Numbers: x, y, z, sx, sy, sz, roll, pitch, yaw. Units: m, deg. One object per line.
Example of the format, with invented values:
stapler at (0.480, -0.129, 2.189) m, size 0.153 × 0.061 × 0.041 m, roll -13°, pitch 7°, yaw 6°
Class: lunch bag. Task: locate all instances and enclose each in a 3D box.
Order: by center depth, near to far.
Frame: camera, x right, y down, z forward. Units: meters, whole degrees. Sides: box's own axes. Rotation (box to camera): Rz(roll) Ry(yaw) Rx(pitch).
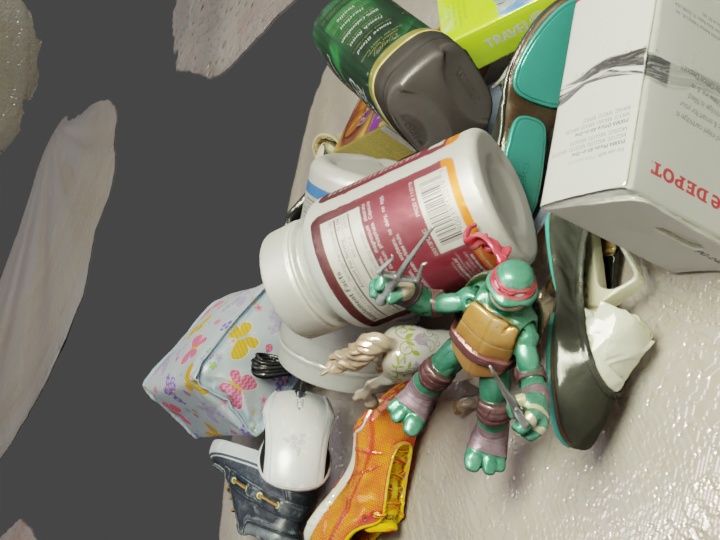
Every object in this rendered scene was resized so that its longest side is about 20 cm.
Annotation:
lunch bag at (-0.128, 0.091, 1.101) m, size 0.169 × 0.127 × 0.200 m, roll -18°, pitch 32°, yaw 55°

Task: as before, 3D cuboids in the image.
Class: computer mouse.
computer mouse at (-0.057, 0.136, 0.930) m, size 0.200 × 0.109 × 0.044 m, roll -94°, pitch 12°, yaw -61°

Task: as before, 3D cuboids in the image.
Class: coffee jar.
coffee jar at (0.035, -0.178, 0.842) m, size 0.085 × 0.104 × 0.200 m, roll -41°, pitch 37°, yaw 2°

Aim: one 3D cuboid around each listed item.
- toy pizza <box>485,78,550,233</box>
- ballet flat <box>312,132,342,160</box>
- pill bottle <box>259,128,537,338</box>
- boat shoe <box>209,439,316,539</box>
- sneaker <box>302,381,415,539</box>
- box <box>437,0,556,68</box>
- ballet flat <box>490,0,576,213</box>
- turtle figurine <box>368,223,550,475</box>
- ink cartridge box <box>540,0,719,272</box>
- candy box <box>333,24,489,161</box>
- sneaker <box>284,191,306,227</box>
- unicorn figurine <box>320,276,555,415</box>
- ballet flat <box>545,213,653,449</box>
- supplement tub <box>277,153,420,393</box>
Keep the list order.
toy pizza at (0.131, -0.090, 0.881) m, size 0.200 × 0.032 × 0.201 m, roll -35°, pitch 44°, yaw 43°
ballet flat at (-0.019, -0.097, 1.101) m, size 0.070 × 0.069 × 0.200 m, roll -52°, pitch 34°, yaw 27°
pill bottle at (0.027, -0.022, 0.752) m, size 0.200 × 0.114 × 0.114 m, roll -22°, pitch 50°, yaw 25°
boat shoe at (-0.121, 0.244, 1.045) m, size 0.200 × 0.071 × 0.091 m, roll -3°, pitch 65°, yaw 56°
sneaker at (0.020, 0.192, 0.868) m, size 0.077 × 0.073 × 0.201 m, roll 33°, pitch 106°, yaw 39°
box at (0.165, -0.270, 0.853) m, size 0.200 × 0.048 × 0.122 m, roll -22°, pitch 50°, yaw 25°
ballet flat at (0.138, -0.136, 0.806) m, size 0.201 × 0.068 × 0.068 m, roll -69°, pitch 20°, yaw -1°
turtle figurine at (0.082, 0.055, 0.657) m, size 0.150 × 0.101 × 0.200 m, roll 42°, pitch 145°, yaw 26°
ink cartridge box at (0.212, -0.113, 0.643) m, size 0.083 × 0.145 × 0.201 m, roll -8°, pitch 65°, yaw 57°
candy box at (0.055, -0.182, 1.003) m, size 0.200 × 0.056 × 0.117 m, roll -14°, pitch 48°, yaw 61°
sneaker at (-0.041, -0.007, 0.997) m, size 0.076 × 0.115 × 0.201 m, roll 21°, pitch 103°, yaw 46°
unicorn figurine at (0.078, 0.067, 0.786) m, size 0.074 × 0.199 × 0.137 m, roll 66°, pitch 150°, yaw 24°
ballet flat at (0.172, 0.028, 0.692) m, size 0.068 × 0.068 × 0.201 m, roll -20°, pitch 55°, yaw 36°
supplement tub at (0.000, 0.000, 0.896) m, size 0.132 × 0.132 × 0.201 m, roll -140°, pitch 56°, yaw -59°
